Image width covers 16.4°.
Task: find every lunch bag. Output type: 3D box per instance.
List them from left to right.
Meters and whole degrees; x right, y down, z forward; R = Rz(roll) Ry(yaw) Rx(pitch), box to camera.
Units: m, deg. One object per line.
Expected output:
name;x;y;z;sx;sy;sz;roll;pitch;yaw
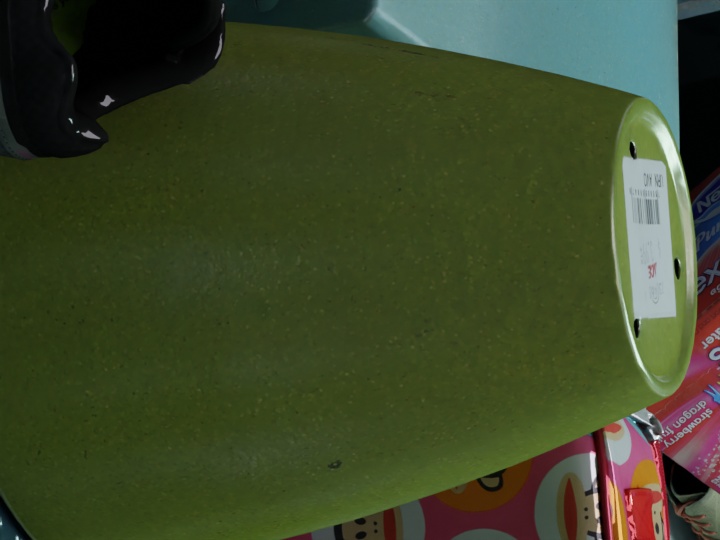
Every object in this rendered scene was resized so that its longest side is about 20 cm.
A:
lunch bag;0.049;0.138;0.921;0.082;0.175;0.201;9;77;-66

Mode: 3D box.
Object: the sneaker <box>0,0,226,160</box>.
sneaker;-0.065;-0.102;0.752;0.200;0.087;0.074;-53;145;-31

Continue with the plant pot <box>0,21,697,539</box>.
plant pot;0.000;0.000;0.805;0.187;0.199;0.188;-5;90;-67

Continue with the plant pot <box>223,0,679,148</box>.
plant pot;0.017;-0.097;0.958;0.200;0.141;0.142;23;63;-56

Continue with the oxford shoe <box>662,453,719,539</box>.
oxford shoe;0.204;0.135;1.459;0.075;0.070;0.201;-26;113;-37

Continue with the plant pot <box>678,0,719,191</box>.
plant pot;0.195;-0.105;1.315;0.200;0.195;0.197;-84;158;-56

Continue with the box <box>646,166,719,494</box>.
box;0.209;0.003;1.202;0.100;0.200;0.096;36;25;-24
